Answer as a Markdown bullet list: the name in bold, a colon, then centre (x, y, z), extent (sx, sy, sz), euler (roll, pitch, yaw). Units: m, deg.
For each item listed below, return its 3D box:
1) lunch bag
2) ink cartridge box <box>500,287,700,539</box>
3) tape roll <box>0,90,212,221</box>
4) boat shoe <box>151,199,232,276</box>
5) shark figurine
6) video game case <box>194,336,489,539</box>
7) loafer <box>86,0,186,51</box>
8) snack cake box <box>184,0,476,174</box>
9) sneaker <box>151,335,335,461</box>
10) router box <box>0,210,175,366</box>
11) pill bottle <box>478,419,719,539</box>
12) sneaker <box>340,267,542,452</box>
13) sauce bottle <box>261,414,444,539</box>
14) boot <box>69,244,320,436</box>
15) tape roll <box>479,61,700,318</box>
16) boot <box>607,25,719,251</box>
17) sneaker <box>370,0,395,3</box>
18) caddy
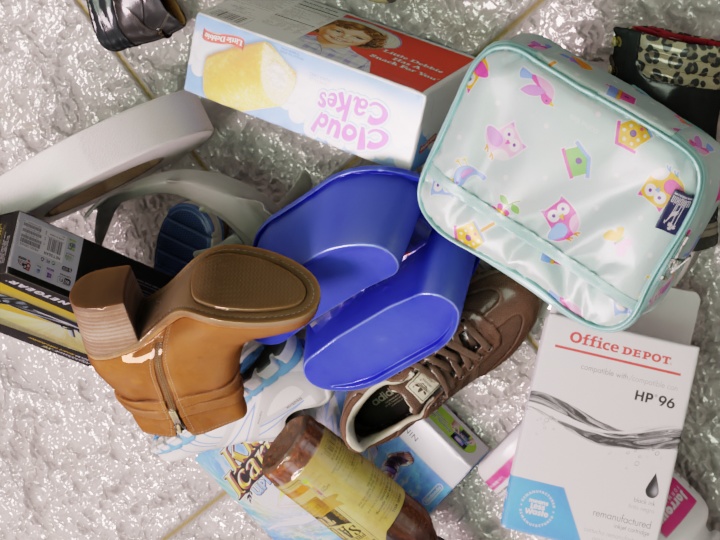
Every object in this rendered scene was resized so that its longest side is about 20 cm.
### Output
- **lunch bag**: centre (0.146, -0.057, 1.385), extent (0.199, 0.077, 0.161), euler (34, 111, 16)
- **ink cartridge box**: centre (0.179, 0.101, 1.461), extent (0.115, 0.068, 0.202), euler (12, 87, 5)
- **tape roll**: centre (-0.214, -0.083, 1.595), extent (0.202, 0.202, 0.037), euler (-27, 90, 30)
- **boat shoe**: centre (-0.148, 0.033, 1.683), extent (0.072, 0.072, 0.201), euler (30, 112, 17)
- **shark figurine**: centre (-0.107, -0.045, 1.579), extent (0.213, 0.089, 0.129), euler (25, 84, -17)
- **video game case**: centre (-0.019, 0.155, 1.680), extent (0.181, 0.045, 0.200), euler (45, 120, 7)
- **loafer**: centre (-0.193, -0.280, 1.609), extent (0.072, 0.073, 0.202), euler (-6, 114, 18)
- **snack cake box**: centre (-0.021, -0.151, 1.537), extent (0.199, 0.115, 0.068), euler (21, 115, 19)
- **sneaker**: centre (-0.097, 0.122, 1.646), extent (0.086, 0.075, 0.199), euler (38, 136, -20)
- **router box**: centre (-0.240, 0.018, 1.569), extent (0.156, 0.199, 0.053), euler (-8, 65, 46)
- **pill bottle**: centre (0.197, 0.187, 1.546), extent (0.200, 0.113, 0.113), euler (45, 120, 5)
- **sneaker**: centre (0.063, 0.078, 1.548), extent (0.070, 0.076, 0.200), euler (43, 117, -10)
- **sauce bottle**: centre (0.011, 0.197, 1.605), extent (0.200, 0.066, 0.066), euler (40, 121, -14)
- **boot**: centre (-0.108, 0.065, 1.483), extent (0.198, 0.077, 0.156), euler (-8, 134, 14)
- **tape roll**: centre (0.169, -0.057, 1.522), extent (0.201, 0.037, 0.205), euler (8, 110, 23)
- **boot**: centre (0.171, -0.105, 1.447), extent (0.202, 0.073, 0.155), euler (13, 107, 21)
- **sneaker**: centre (-0.038, -0.283, 1.515), extent (0.077, 0.089, 0.201), euler (-37, 89, 30)
- **caddy**: centre (0.000, 0.000, 1.516), extent (0.141, 0.106, 0.199), euler (39, 132, -24)
